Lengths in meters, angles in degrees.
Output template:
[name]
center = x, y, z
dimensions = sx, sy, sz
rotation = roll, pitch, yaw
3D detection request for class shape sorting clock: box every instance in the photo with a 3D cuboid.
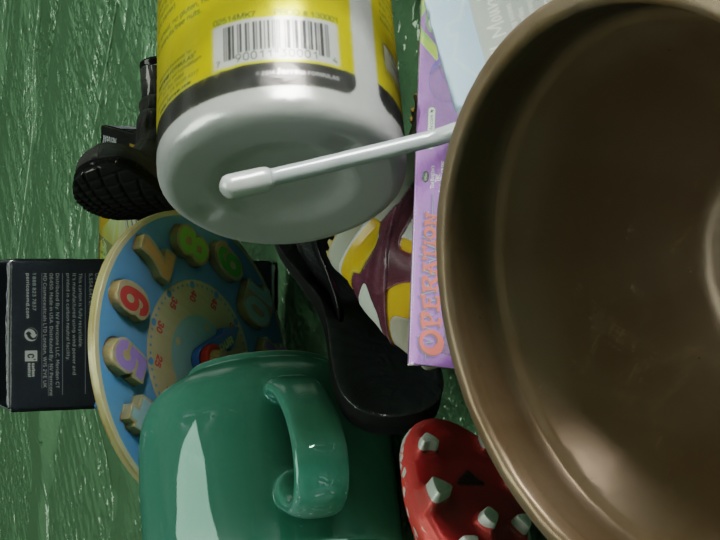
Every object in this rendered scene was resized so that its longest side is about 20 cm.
[shape sorting clock]
center = -0.106, 0.059, 0.889
dimensions = 0.039, 0.199, 0.202
rotation = -9, 80, 28

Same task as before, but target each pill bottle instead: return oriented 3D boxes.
[pill bottle]
center = -0.040, -0.125, 0.638
dimensions = 0.114, 0.113, 0.202
rotation = 127, 145, -54

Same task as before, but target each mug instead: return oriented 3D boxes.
[mug]
center = -0.044, 0.109, 0.782
dimensions = 0.184, 0.151, 0.116
rotation = -21, 67, 36

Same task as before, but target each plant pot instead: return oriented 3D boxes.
[plant pot]
center = 0.119, 0.004, 0.440
dimensions = 0.200, 0.092, 0.203
rotation = 23, 118, 51

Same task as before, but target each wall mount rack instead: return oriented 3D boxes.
[wall mount rack]
center = 0.018, -0.113, 0.526
dimensions = 0.172, 0.074, 0.202
rotation = -18, 84, 26

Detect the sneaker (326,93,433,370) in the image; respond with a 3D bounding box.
[sneaker]
center = 0.060, -0.037, 0.644
dimensions = 0.090, 0.075, 0.201
rotation = 53, 138, 20

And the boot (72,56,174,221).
[boot]
center = -0.162, -0.103, 1.019
dimensions = 0.200, 0.069, 0.133
rotation = 44, -135, -75

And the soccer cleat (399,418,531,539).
[soccer cleat]
center = 0.060, 0.161, 0.637
dimensions = 0.201, 0.068, 0.086
rotation = 63, 141, 38

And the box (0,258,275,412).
[box]
center = -0.181, 0.046, 1.018
dimensions = 0.148, 0.198, 0.108
rotation = 178, 92, -66

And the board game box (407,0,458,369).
[board game box]
center = 0.080, -0.056, 0.554
dimensions = 0.119, 0.032, 0.202
rotation = 4, 95, 24

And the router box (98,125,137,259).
[router box]
center = -0.195, -0.049, 1.229
dimensions = 0.200, 0.052, 0.159
rotation = -160, 71, -65

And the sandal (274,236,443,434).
[sandal]
center = 0.001, 0.000, 0.747
dimensions = 0.048, 0.075, 0.201
rotation = 96, 158, -44
